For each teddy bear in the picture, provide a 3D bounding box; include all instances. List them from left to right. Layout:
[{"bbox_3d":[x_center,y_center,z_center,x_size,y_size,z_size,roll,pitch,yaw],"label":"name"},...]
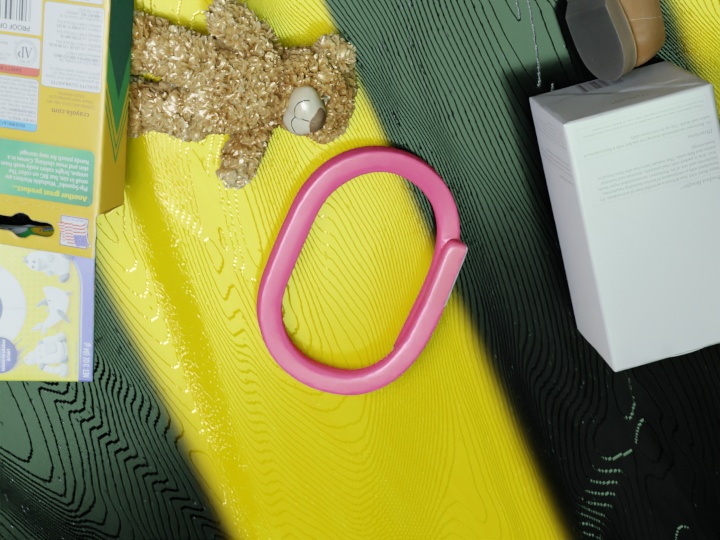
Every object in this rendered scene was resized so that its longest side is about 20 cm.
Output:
[{"bbox_3d":[-0.100,-0.136,1.465,0.199,0.067,0.146,22,103,-11],"label":"teddy bear"}]

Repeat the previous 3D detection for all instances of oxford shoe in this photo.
[{"bbox_3d":[0.183,-0.251,1.482,0.071,0.071,0.201,-27,108,-29],"label":"oxford shoe"}]

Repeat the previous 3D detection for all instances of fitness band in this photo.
[{"bbox_3d":[0.000,0.000,1.532,0.143,0.037,0.201,22,100,-10],"label":"fitness band"}]

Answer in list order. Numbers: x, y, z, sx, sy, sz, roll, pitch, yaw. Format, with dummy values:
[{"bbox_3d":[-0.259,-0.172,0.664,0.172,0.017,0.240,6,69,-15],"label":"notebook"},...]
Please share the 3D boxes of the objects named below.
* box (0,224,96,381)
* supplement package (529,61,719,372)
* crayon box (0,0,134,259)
[{"bbox_3d":[-0.304,0.024,1.491,0.198,0.048,0.118,1,104,-6],"label":"box"},{"bbox_3d":[0.217,-0.044,1.502,0.120,0.120,0.201,-15,106,-5],"label":"supplement package"},{"bbox_3d":[-0.238,-0.119,1.437,0.125,0.052,0.201,9,104,15],"label":"crayon box"}]
